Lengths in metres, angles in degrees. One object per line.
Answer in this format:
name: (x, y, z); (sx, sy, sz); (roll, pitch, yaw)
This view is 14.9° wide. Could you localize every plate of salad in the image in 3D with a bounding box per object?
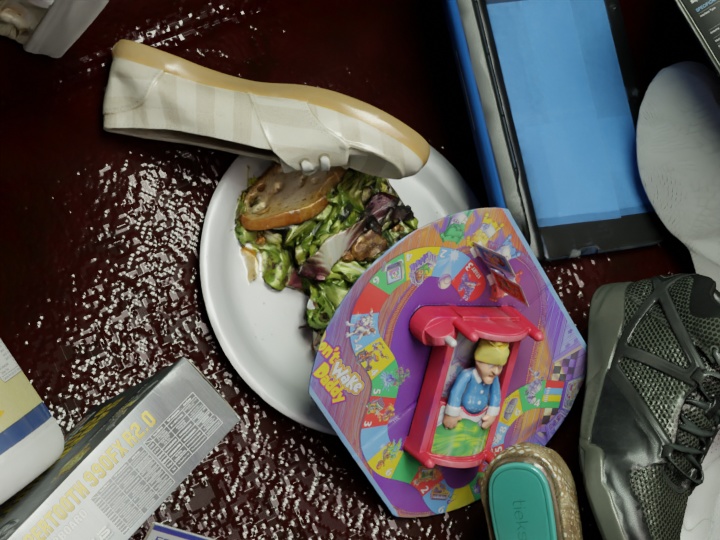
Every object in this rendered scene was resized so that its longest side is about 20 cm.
plate of salad: (0.000, 0.000, 1.655); (0.199, 0.048, 0.201); (6, 75, -23)

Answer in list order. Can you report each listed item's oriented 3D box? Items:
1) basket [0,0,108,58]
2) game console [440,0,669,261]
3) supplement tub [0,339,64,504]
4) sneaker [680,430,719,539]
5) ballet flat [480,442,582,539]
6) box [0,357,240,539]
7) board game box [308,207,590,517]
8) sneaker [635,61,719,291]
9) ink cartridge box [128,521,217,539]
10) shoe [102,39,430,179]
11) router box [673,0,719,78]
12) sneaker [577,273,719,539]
basket: (-0.195, -0.244, 1.579); (0.123, 0.135, 0.201); (14, 72, -18)
game console: (0.121, -0.113, 1.703); (0.118, 0.171, 0.201); (-14, 82, 1)
supplement tub: (-0.267, 0.052, 1.470); (0.144, 0.144, 0.201); (-35, 93, -27)
sneaker: (0.190, 0.132, 1.702); (0.099, 0.078, 0.200); (38, 57, -3)
ballet flat: (0.112, 0.197, 1.641); (0.065, 0.070, 0.201); (-32, 122, -67)
box: (-0.169, 0.142, 1.484); (0.048, 0.158, 0.200); (47, 65, -7)
board game box: (0.063, 0.065, 1.610); (0.158, 0.039, 0.200); (-40, 129, -9)
sneaker: (0.239, -0.045, 1.760); (0.088, 0.075, 0.201); (-37, 112, -50)
ink cartridge box: (-0.107, 0.211, 1.489); (0.099, 0.201, 0.039); (19, 29, -19)
shoe: (-0.058, -0.082, 1.619); (0.199, 0.070, 0.054); (17, 79, 9)
router box: (0.250, -0.142, 1.721); (0.062, 0.200, 0.150); (-32, 92, 10)
sneaker: (0.192, 0.085, 1.630); (0.076, 0.114, 0.200); (43, 43, -41)
